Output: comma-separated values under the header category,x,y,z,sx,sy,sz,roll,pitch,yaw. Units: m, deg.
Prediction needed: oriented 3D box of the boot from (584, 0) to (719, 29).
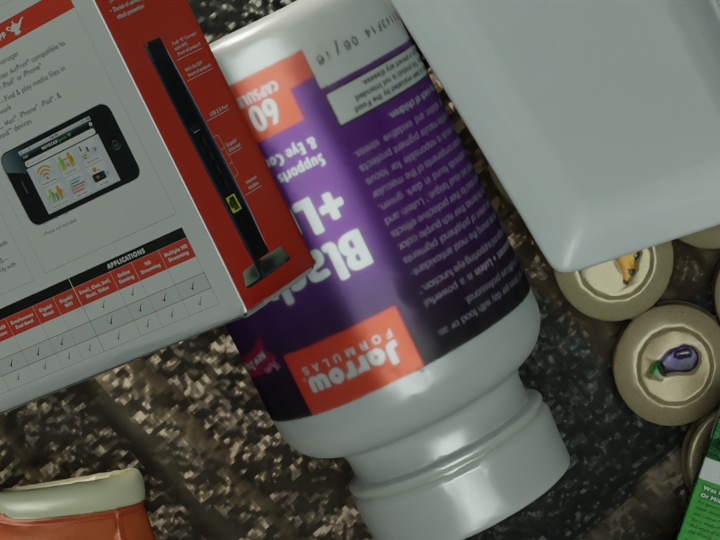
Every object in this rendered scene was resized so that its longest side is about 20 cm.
category,x,y,z,sx,sy,sz,roll,pitch,yaw
boot,0.074,-0.180,0.788,0.198,0.072,0.156,14,91,-1

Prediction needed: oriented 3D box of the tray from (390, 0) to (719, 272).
category,x,y,z,sx,sy,sz,roll,pitch,yaw
tray,0.078,-0.088,0.756,0.107,0.022,0.201,-19,126,22

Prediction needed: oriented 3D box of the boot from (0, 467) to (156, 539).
category,x,y,z,sx,sy,sz,roll,pitch,yaw
boot,-0.170,0.132,0.805,0.198,0.075,0.108,-8,93,-12

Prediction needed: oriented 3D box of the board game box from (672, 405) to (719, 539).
category,x,y,z,sx,sy,sz,roll,pitch,yaw
board game box,0.222,0.125,0.812,0.198,0.023,0.106,20,115,9

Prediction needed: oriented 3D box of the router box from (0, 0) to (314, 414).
category,x,y,z,sx,sy,sz,roll,pitch,yaw
router box,-0.138,-0.043,0.742,0.199,0.049,0.181,-21,98,35

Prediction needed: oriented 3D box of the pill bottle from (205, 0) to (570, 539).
category,x,y,z,sx,sy,sz,roll,pitch,yaw
pill bottle,0.000,0.000,0.779,0.111,0.111,0.201,-27,97,-1

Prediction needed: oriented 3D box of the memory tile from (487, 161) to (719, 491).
category,x,y,z,sx,sy,sz,roll,pitch,yaw
memory tile,0.155,-0.013,0.837,0.153,0.017,0.201,-33,97,0
